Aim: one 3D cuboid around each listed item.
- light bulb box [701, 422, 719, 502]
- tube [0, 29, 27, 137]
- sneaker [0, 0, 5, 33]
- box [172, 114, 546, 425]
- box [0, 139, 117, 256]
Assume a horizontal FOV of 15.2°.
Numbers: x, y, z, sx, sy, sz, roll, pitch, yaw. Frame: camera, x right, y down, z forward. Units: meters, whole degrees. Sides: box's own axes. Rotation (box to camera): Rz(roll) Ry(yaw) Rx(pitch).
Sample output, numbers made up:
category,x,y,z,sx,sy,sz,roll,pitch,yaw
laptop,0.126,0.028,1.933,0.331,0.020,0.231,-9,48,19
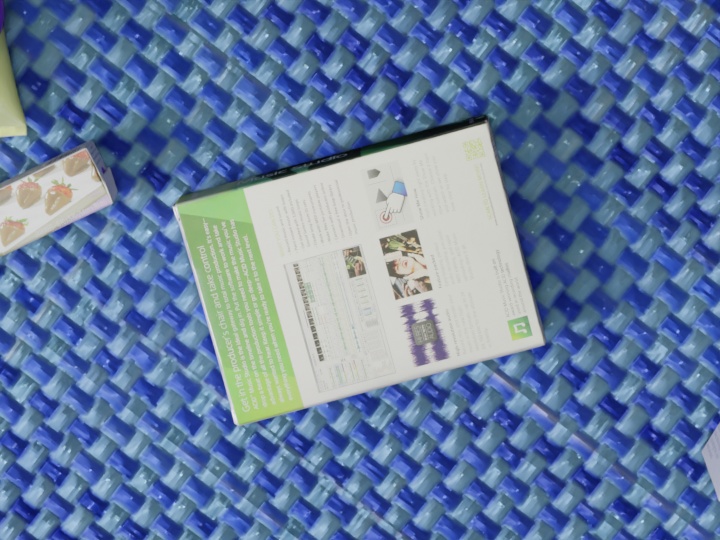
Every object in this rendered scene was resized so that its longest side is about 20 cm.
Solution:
category,x,y,z,sx,sy,sz,roll,pitch,yaw
light bulb box,0.341,0.090,1.614,0.198,0.125,0.200,31,100,-4
tube,-0.250,-0.175,1.620,0.058,0.052,0.201,4,107,36
sneaker,-0.296,-0.133,1.542,0.199,0.100,0.070,-4,110,-19
box,0.000,0.000,1.650,0.199,0.036,0.145,-15,99,2
box,-0.244,-0.019,1.647,0.199,0.041,0.039,-25,98,4
